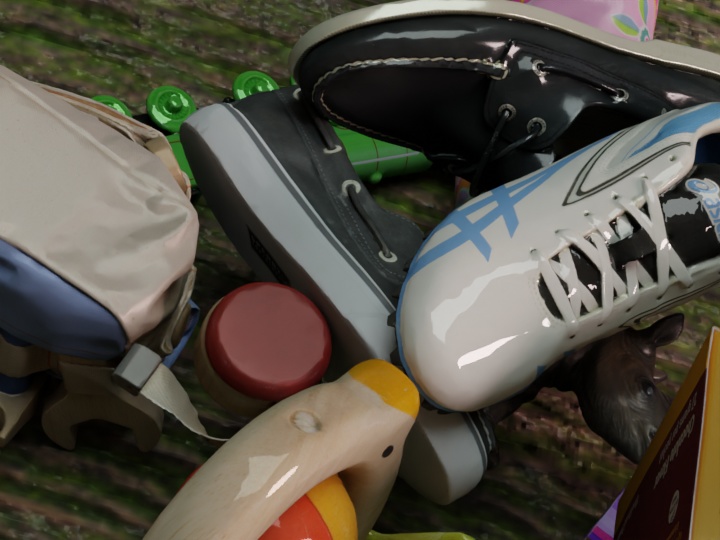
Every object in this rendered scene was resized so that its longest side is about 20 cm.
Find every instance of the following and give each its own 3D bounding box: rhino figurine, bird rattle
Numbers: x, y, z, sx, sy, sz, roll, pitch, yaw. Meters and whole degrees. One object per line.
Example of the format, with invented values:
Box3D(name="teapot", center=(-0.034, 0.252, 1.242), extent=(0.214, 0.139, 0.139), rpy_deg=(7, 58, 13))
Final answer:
Box3D(name="rhino figurine", center=(0.053, 0.030, 1.026), extent=(0.200, 0.060, 0.087), rpy_deg=(17, 46, 10))
Box3D(name="bird rattle", center=(-0.049, 0.105, 0.875), extent=(0.200, 0.163, 0.113), rpy_deg=(-21, 53, -39))

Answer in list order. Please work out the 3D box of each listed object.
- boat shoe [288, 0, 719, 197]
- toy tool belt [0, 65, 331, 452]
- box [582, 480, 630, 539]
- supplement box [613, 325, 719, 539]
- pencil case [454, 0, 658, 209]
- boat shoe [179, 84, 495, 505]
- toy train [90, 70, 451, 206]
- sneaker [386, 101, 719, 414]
Box3D(name="boat shoe", center=(0.069, -0.054, 1.002), extent=(0.199, 0.075, 0.066), rpy_deg=(9, 57, -28))
Box3D(name="toy tool belt", center=(-0.110, 0.008, 0.972), extent=(0.200, 0.123, 0.125), rpy_deg=(32, 58, 3))
Box3D(name="box", center=(0.149, 0.178, 0.955), extent=(0.200, 0.039, 0.137), rpy_deg=(34, 47, 12))
Box3D(name="supplement box", center=(0.186, 0.153, 0.860), extent=(0.200, 0.133, 0.197), rpy_deg=(13, 57, -2))
Box3D(name="pencil case", center=(0.089, -0.081, 1.121), extent=(0.087, 0.087, 0.200), rpy_deg=(11, 58, -9))
Box3D(name="boat shoe", center=(0.000, 0.000, 0.967), extent=(0.057, 0.069, 0.200), rpy_deg=(-26, 56, -16))
Box3D(name="toy train", center=(-0.035, -0.056, 1.101), extent=(0.200, 0.042, 0.056), rpy_deg=(-11, 68, -29))
Box3D(name="sneaker", center=(0.091, -0.011, 0.925), extent=(0.200, 0.072, 0.072), rpy_deg=(-30, 96, -33))
